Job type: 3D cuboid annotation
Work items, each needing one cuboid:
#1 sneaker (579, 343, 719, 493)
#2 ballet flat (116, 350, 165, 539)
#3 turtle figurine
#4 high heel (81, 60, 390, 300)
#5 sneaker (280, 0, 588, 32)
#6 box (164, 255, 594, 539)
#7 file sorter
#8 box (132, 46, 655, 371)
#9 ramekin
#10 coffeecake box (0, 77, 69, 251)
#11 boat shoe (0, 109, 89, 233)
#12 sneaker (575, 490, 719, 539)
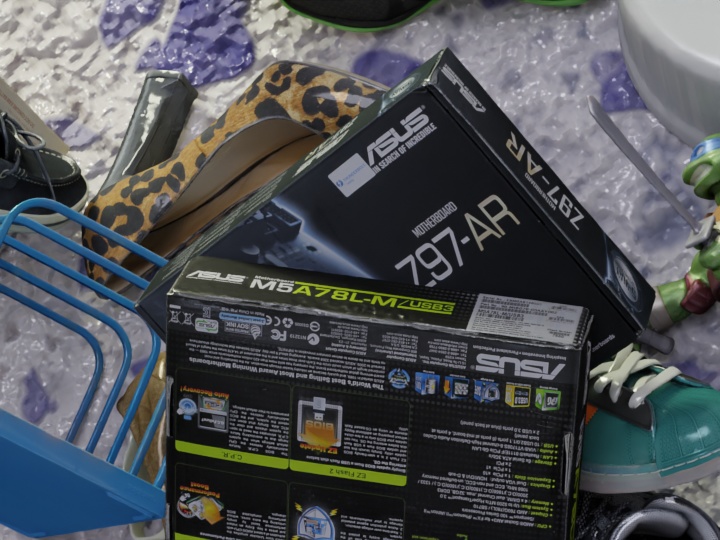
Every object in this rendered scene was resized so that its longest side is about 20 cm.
[{"bbox_3d":[0.107,0.056,1.275,0.071,0.080,0.200,-30,24,-36],"label":"sneaker"},{"bbox_3d":[-0.092,0.139,1.383,0.072,0.068,0.201,-32,63,26],"label":"ballet flat"},{"bbox_3d":[0.170,0.028,1.302,0.144,0.200,0.194,-39,64,38],"label":"turtle figurine"},{"bbox_3d":[-0.062,-0.043,1.427,0.199,0.071,0.143,3,64,35],"label":"high heel"},{"bbox_3d":[0.044,-0.186,1.445,0.199,0.084,0.077,-7,67,17],"label":"sneaker"},{"bbox_3d":[0.006,0.099,1.226,0.199,0.194,0.048,7,28,11],"label":"box"},{"bbox_3d":[-0.175,0.053,1.343,0.138,0.200,0.123,29,70,-19],"label":"file sorter"},{"bbox_3d":[0.016,0.014,1.233,0.200,0.044,0.160,-36,102,26],"label":"box"},{"bbox_3d":[0.229,-0.163,1.376,0.200,0.098,0.201,-5,69,14],"label":"ramekin"},{"bbox_3d":[-0.271,-0.031,1.444,0.073,0.154,0.200,28,80,24],"label":"coffeecake box"},{"bbox_3d":[-0.205,-0.062,1.363,0.074,0.200,0.062,29,101,28],"label":"boat shoe"},{"bbox_3d":[0.127,0.131,1.288,0.200,0.114,0.076,33,82,24],"label":"sneaker"}]
